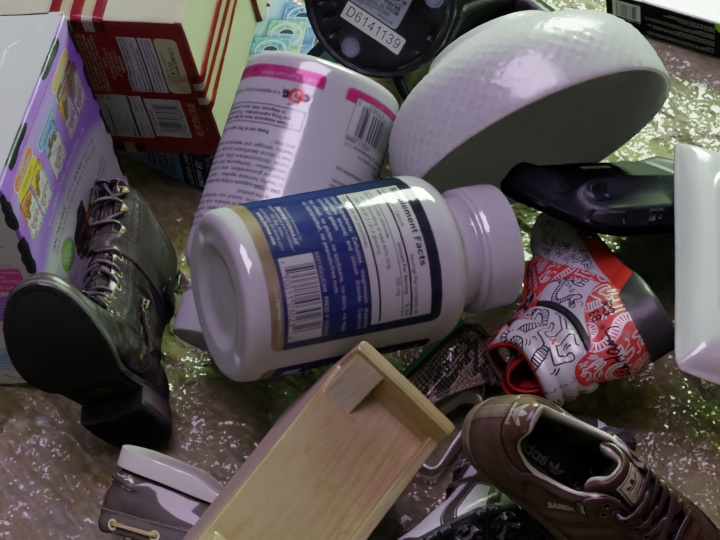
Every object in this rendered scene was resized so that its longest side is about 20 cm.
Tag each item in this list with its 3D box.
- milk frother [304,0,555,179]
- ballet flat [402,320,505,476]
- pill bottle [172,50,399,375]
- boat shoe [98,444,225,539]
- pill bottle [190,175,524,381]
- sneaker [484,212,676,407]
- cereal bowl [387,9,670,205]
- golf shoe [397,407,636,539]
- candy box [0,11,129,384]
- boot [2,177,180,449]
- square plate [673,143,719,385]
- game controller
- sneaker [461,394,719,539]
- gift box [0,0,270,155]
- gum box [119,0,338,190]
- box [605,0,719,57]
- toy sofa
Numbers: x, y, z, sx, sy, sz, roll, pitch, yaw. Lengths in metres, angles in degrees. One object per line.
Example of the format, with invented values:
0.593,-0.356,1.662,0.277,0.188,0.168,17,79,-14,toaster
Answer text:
0.038,-0.163,1.776,0.181,0.200,0.188,51,25,6,milk frother
0.020,0.109,1.573,0.199,0.068,0.075,-32,77,-22,ballet flat
-0.054,-0.038,1.635,0.113,0.113,0.201,14,78,20,pill bottle
-0.072,0.176,1.519,0.201,0.072,0.061,23,90,12,boat shoe
0.000,0.000,1.534,0.199,0.112,0.111,-10,45,-22,pill bottle
0.124,0.025,1.600,0.107,0.068,0.201,-28,27,-6,sneaker
0.106,-0.117,1.624,0.199,0.200,0.084,-20,72,-11,cereal bowl
0.082,0.150,1.520,0.199,0.078,0.094,-24,38,-26,golf shoe
-0.227,-0.047,1.647,0.071,0.201,0.168,0,47,15,candy box
-0.176,0.009,1.607,0.069,0.200,0.175,-11,53,16,boot
0.299,0.013,1.579,0.199,0.028,0.199,19,47,-14,square plate
0.186,-0.051,1.642,0.104,0.042,0.199,15,13,40,game controller
0.153,0.142,1.450,0.199,0.075,0.071,31,71,-15,sneaker
-0.154,-0.202,1.742,0.198,0.185,0.188,5,59,8,gift box
-0.142,-0.159,1.846,0.199,0.045,0.170,24,56,27,gum box
0.301,-0.209,1.836,0.199,0.035,0.110,20,53,24,box
-0.037,0.146,1.450,0.083,0.098,0.200,42,52,-4,toy sofa
